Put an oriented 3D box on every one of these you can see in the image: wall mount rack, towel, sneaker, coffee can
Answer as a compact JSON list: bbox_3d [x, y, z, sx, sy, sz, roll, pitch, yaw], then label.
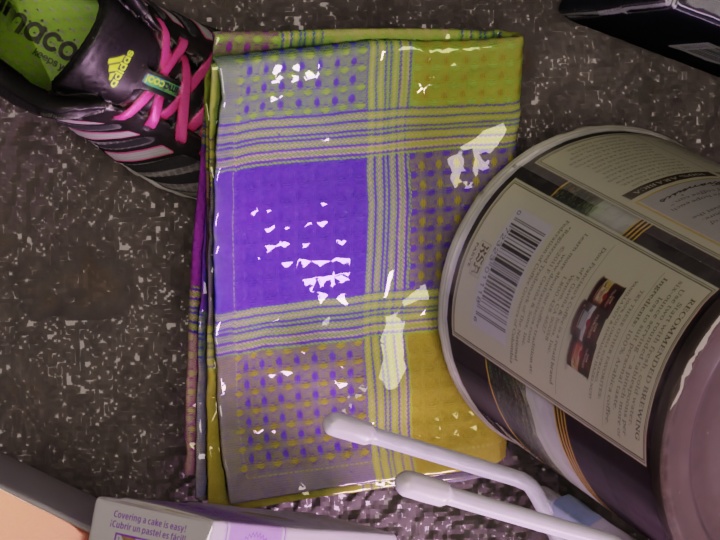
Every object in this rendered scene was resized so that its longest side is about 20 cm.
[{"bbox_3d":[0.071,0.121,1.185,0.074,0.200,0.174,-34,105,-8],"label":"wall mount rack"},{"bbox_3d":[0.000,0.000,1.234,0.143,0.023,0.201,-3,106,-20],"label":"towel"},{"bbox_3d":[-0.093,-0.080,1.221,0.200,0.087,0.074,25,90,-7],"label":"sneaker"},{"bbox_3d":[0.136,0.034,1.176,0.146,0.200,0.147,-7,108,-21],"label":"coffee can"}]

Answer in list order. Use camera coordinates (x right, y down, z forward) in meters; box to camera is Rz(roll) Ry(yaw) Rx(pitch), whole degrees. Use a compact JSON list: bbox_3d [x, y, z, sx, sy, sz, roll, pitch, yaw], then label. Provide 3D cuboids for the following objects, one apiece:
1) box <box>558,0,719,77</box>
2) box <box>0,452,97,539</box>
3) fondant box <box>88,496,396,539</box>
[{"bbox_3d":[0.185,-0.174,1.190,0.124,0.200,0.197,19,91,-8],"label":"box"},{"bbox_3d":[-0.210,0.131,1.210,0.200,0.106,0.153,26,90,-6],"label":"box"},{"bbox_3d":[-0.060,0.194,1.181,0.058,0.144,0.201,8,88,30],"label":"fondant box"}]
